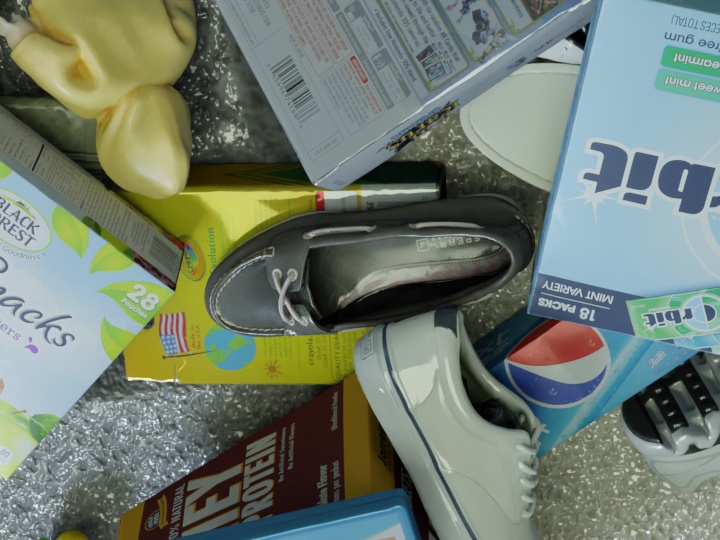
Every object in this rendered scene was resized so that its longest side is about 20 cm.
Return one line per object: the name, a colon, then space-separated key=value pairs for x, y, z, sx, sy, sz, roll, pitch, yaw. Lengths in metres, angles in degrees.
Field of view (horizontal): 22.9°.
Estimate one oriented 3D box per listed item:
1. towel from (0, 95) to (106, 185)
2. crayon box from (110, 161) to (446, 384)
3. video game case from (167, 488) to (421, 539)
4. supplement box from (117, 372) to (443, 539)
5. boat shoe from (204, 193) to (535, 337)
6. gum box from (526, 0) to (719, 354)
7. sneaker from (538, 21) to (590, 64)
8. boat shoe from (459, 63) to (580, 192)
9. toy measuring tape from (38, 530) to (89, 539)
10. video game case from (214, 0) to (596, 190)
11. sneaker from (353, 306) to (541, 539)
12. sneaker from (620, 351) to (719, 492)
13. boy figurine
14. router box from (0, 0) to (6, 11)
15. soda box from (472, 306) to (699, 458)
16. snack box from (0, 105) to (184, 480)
towel: x=-0.250 y=-0.021 z=1.072 sx=0.198 sy=0.035 sz=0.194 roll=3 pitch=117 yaw=-9
crayon box: x=-0.046 y=0.002 z=1.068 sx=0.198 sy=0.051 sz=0.128 roll=0 pitch=110 yaw=8
video game case: x=-0.019 y=0.215 z=0.981 sx=0.142 sy=0.018 sz=0.201 roll=-13 pitch=121 yaw=7
supplement box: x=-0.016 y=0.207 z=1.066 sx=0.197 sy=0.133 sz=0.200 roll=-32 pitch=118 yaw=18
boat shoe: x=0.000 y=0.000 z=1.002 sx=0.198 sy=0.057 sz=0.067 roll=-13 pitch=107 yaw=12
gum box: x=0.187 y=-0.049 z=0.918 sx=0.169 sy=0.045 sz=0.201 roll=12 pitch=127 yaw=3
sneaker: x=0.095 y=-0.153 z=0.978 sx=0.198 sy=0.080 sz=0.074 roll=4 pitch=111 yaw=9
boat shoe: x=0.154 y=-0.070 z=1.004 sx=0.198 sy=0.062 sz=0.073 roll=10 pitch=90 yaw=3
toy measuring tape: x=-0.207 y=0.260 z=1.174 sx=0.073 sy=0.074 sz=0.201 roll=21 pitch=111 yaw=1
video game case: x=0.008 y=-0.176 z=0.961 sx=0.181 sy=0.045 sz=0.201 roll=-33 pitch=77 yaw=19
sneaker: x=0.071 y=0.110 z=0.997 sx=0.070 sy=0.073 sz=0.201 roll=-22 pitch=114 yaw=22
sneaker: x=0.254 y=0.069 z=1.044 sx=0.199 sy=0.075 sz=0.081 roll=-22 pitch=131 yaw=9
boy figurine: x=-0.143 y=-0.137 z=1.007 sx=0.064 sy=0.124 sz=0.201 roll=-15 pitch=104 yaw=56
router box: x=-0.326 y=-0.151 z=1.057 sx=0.179 sy=0.049 sz=0.200 roll=35 pitch=111 yaw=-5
soda box: x=0.127 y=0.048 z=1.048 sx=0.200 sy=0.068 sz=0.064 roll=-37 pitch=101 yaw=18
snack box: x=-0.229 y=-0.004 z=1.016 sx=0.200 sy=0.068 sz=0.169 roll=38 pitch=110 yaw=-18
